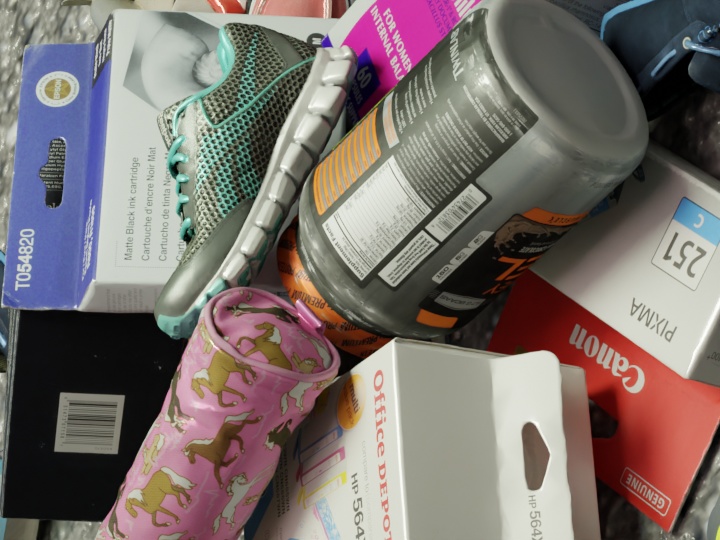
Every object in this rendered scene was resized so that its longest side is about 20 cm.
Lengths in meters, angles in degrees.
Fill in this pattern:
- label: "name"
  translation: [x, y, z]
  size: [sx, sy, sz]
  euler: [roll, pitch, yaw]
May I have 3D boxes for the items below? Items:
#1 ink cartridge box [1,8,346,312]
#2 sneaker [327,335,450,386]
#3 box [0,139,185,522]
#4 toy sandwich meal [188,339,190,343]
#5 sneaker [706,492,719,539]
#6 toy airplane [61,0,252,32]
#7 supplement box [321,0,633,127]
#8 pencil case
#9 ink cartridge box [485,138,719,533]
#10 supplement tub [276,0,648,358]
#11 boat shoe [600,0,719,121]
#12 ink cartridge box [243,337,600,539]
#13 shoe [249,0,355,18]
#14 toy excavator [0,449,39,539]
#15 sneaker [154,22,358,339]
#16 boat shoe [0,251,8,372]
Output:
- label: "ink cartridge box"
  translation: [-0.107, -0.065, 1.752]
  size: [0.041, 0.199, 0.200]
  euler: [92, 178, -57]
- label: "sneaker"
  translation: [0.000, 0.000, 1.768]
  size: [0.070, 0.082, 0.200]
  euler: [-39, 50, 38]
- label: "box"
  translation: [-0.166, 0.025, 1.857]
  size: [0.200, 0.104, 0.182]
  euler: [102, 168, -45]
- label: "toy sandwich meal"
  translation: [-0.067, 0.077, 1.807]
  size: [0.205, 0.070, 0.206]
  euler: [179, 90, -88]
- label: "sneaker"
  translation: [0.227, 0.057, 1.489]
  size: [0.200, 0.074, 0.081]
  euler: [-63, 30, 6]
- label: "toy airplane"
  translation: [-0.137, -0.217, 1.951]
  size: [0.199, 0.141, 0.201]
  euler: [-157, 60, -73]
- label: "supplement box"
  translation: [0.083, -0.148, 1.699]
  size: [0.200, 0.103, 0.101]
  euler: [-46, 45, 30]
- label: "pencil case"
  translation: [-0.082, 0.106, 1.623]
  size: [0.087, 0.083, 0.200]
  euler: [-86, 19, -61]
- label: "ink cartridge box"
  translation: [0.135, 0.019, 1.625]
  size: [0.200, 0.045, 0.177]
  euler: [37, 106, 50]
- label: "supplement tub"
  translation: [0.050, -0.046, 1.617]
  size: [0.200, 0.122, 0.123]
  euler: [-44, 48, 33]
- label: "boat shoe"
  translation: [0.202, -0.122, 1.576]
  size: [0.200, 0.084, 0.069]
  euler: [156, 114, -64]
- label: "ink cartridge box"
  translation: [0.036, 0.127, 1.621]
  size: [0.200, 0.125, 0.129]
  euler: [-39, 49, 51]
- label: "shoe"
  translation: [-0.051, -0.109, 1.845]
  size: [0.071, 0.091, 0.201]
  euler: [12, 92, 9]
- label: "toy excavator"
  translation: [-0.294, 0.158, 1.987]
  size: [0.194, 0.200, 0.100]
  euler: [1, 80, 52]
- label: "sneaker"
  translation: [-0.079, -0.054, 1.667]
  size: [0.078, 0.091, 0.200]
  euler: [112, -176, -64]
- label: "boat shoe"
  translation: [-0.248, 0.034, 2.048]
  size: [0.069, 0.084, 0.200]
  euler: [-43, 37, -5]
